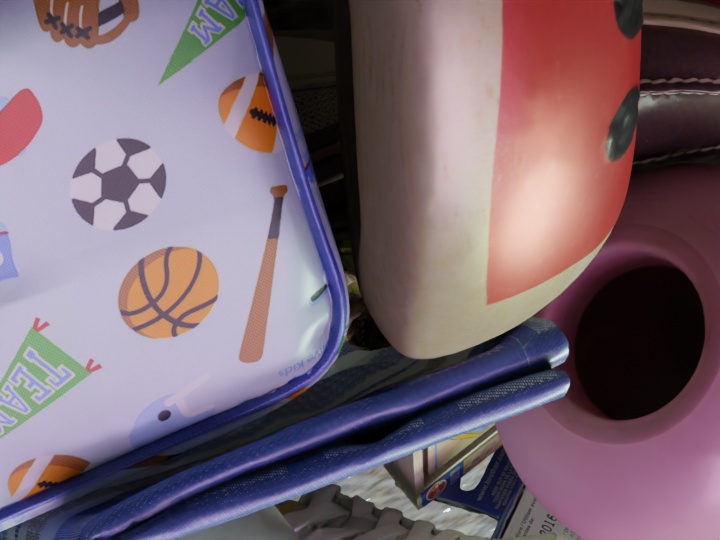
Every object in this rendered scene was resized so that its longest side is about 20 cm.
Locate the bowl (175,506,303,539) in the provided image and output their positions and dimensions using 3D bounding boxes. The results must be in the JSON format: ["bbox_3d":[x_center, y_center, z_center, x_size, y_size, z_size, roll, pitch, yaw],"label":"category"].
[{"bbox_3d":[-0.112,0.118,0.946,0.200,0.091,0.201,-24,157,-11],"label":"bowl"}]

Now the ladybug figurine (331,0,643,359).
[{"bbox_3d":[0.030,-0.069,0.646,0.071,0.136,0.201,-4,130,-2],"label":"ladybug figurine"}]

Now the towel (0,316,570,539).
[{"bbox_3d":[-0.034,0.049,0.754,0.146,0.024,0.200,-20,-178,-17],"label":"towel"}]

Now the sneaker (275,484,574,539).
[{"bbox_3d":[-0.002,0.125,1.020,0.199,0.081,0.076,-15,-173,33],"label":"sneaker"}]

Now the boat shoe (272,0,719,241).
[{"bbox_3d":[0.032,-0.032,0.764,0.199,0.072,0.072,-4,152,-11],"label":"boat shoe"}]

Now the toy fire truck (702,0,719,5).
[{"bbox_3d":[0.186,-0.108,0.825,0.168,0.112,0.200,-40,163,-24],"label":"toy fire truck"}]

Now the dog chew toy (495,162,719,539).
[{"bbox_3d":[0.123,0.040,0.854,0.124,0.125,0.200,-36,153,16],"label":"dog chew toy"}]

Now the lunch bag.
[{"bbox_3d":[-0.108,-0.004,0.643,0.199,0.076,0.161,-22,122,-10],"label":"lunch bag"}]

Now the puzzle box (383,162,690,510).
[{"bbox_3d":[0.063,0.026,0.969,0.133,0.025,0.200,-37,168,-6],"label":"puzzle box"}]

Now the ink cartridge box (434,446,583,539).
[{"bbox_3d":[0.129,0.112,1.087,0.137,0.199,0.076,-60,176,-34],"label":"ink cartridge box"}]

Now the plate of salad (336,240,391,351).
[{"bbox_3d":[0.000,0.000,0.888,0.199,0.048,0.200,-25,157,-11],"label":"plate of salad"}]
